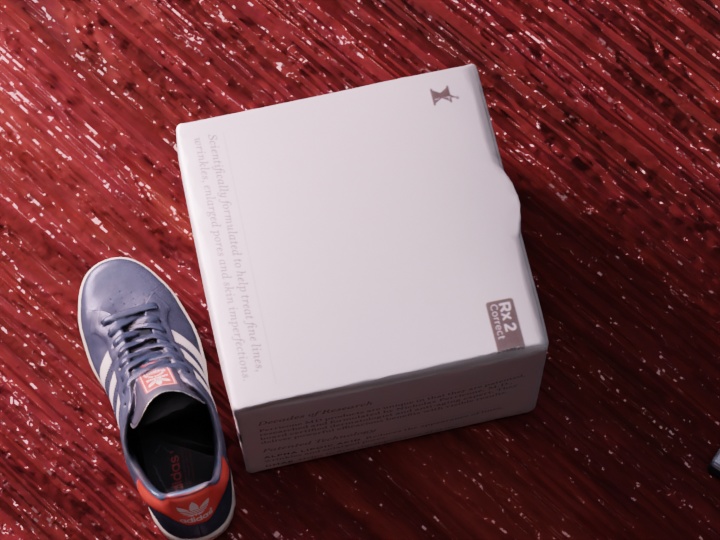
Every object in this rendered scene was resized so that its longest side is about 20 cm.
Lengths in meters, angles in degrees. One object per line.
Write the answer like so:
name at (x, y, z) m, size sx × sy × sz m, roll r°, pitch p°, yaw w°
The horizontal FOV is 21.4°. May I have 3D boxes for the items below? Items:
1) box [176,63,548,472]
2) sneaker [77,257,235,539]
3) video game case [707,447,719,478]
box at (0.000, 0.000, 1.207) m, size 0.199 × 0.131 × 0.200 m, roll -11°, pitch 67°, yaw -4°
sneaker at (-0.129, 0.070, 1.205) m, size 0.075 × 0.085 × 0.201 m, roll -22°, pitch 69°, yaw -8°
video game case at (0.336, 0.086, 1.228) m, size 0.142 × 0.019 × 0.200 m, roll 32°, pitch 72°, yaw 13°
